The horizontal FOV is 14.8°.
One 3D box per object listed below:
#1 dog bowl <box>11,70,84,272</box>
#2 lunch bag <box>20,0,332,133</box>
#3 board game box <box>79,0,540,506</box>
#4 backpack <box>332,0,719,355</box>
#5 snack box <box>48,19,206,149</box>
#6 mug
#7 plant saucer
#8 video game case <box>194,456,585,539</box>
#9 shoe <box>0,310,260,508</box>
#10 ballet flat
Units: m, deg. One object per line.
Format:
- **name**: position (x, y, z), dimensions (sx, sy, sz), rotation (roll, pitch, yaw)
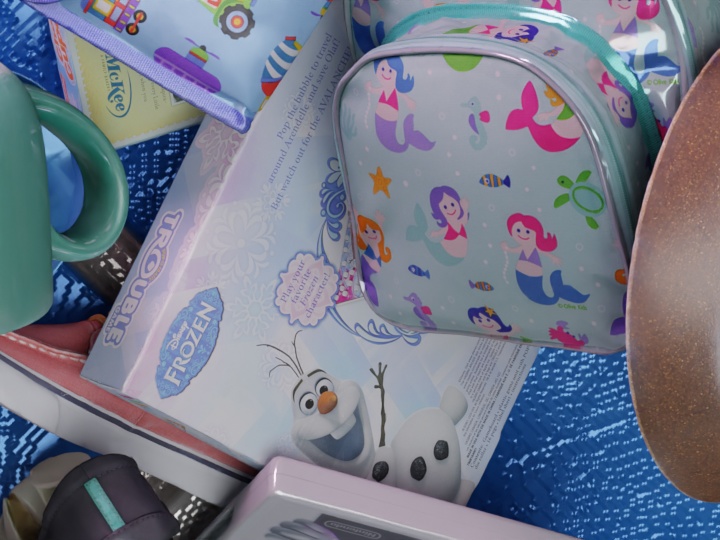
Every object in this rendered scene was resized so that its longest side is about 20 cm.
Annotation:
- **dog bowl**: position (-0.221, -0.047, 1.215), dimensions (0.200, 0.050, 0.112), rotation (6, 105, -16)
- **lunch bag**: position (-0.095, -0.175, 1.116), dimensions (0.200, 0.094, 0.151), rotation (29, 102, -20)
- **board game box**: position (0.000, 0.000, 1.237), dimensions (0.199, 0.043, 0.200), rotation (31, 81, -36)
- **backpack**: position (0.078, -0.067, 1.134), dimensions (0.150, 0.177, 0.200), rotation (-29, 119, -49)
- **snack box**: position (-0.085, -0.157, 1.194), dimensions (0.116, 0.037, 0.200), rotation (-18, 123, -15)
- **mug**: position (-0.197, -0.040, 1.128), dimensions (0.152, 0.185, 0.115), rotation (2, 103, 19)
- **plant saucer**: position (0.172, -0.002, 1.101), dimensions (0.200, 0.034, 0.201), rotation (-19, 115, -48)
- **video game case**: position (0.016, 0.154, 1.284), dimensions (0.200, 0.182, 0.023), rotation (16, 57, -18)
- **shoe**: position (-0.105, 0.037, 1.245), dimensions (0.200, 0.071, 0.091), rotation (28, 86, -35)
- **ballet flat**: position (-0.124, 0.115, 1.227), dimensions (0.073, 0.200, 0.073), rotation (3, 78, -14)
